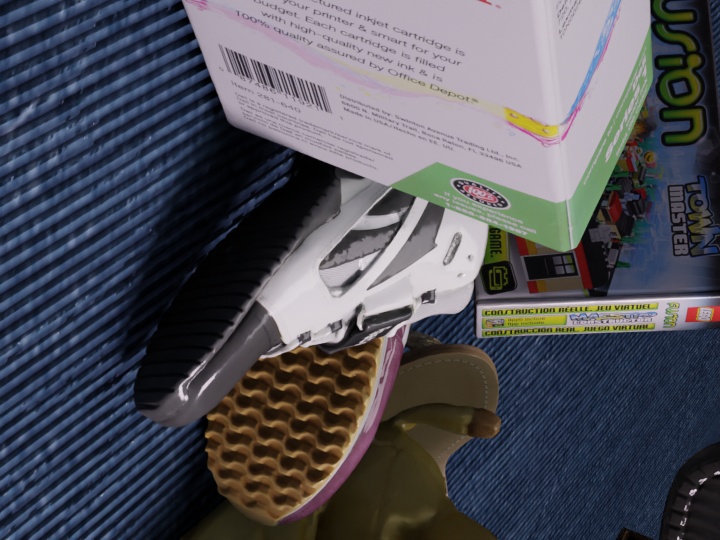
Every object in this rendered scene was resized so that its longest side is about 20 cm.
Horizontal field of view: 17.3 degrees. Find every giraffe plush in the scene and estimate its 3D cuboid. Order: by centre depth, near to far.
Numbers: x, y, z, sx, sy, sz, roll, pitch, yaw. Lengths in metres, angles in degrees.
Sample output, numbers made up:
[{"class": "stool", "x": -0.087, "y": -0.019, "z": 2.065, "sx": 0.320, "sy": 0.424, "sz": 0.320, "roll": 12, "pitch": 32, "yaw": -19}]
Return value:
[{"class": "giraffe plush", "x": -0.011, "y": 0.160, "z": 1.092, "sx": 0.162, "sy": 0.172, "sz": 0.200, "roll": 107, "pitch": -21, "yaw": -53}]

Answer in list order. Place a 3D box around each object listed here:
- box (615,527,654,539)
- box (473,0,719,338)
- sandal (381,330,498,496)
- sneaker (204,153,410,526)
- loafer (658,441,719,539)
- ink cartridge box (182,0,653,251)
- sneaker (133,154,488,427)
[{"class": "box", "x": 0.077, "y": 0.229, "z": 1.022, "sx": 0.163, "sy": 0.021, "sz": 0.200, "roll": -44, "pitch": 150, "yaw": -63}, {"class": "box", "x": 0.099, "y": -0.070, "z": 1.020, "sx": 0.035, "sy": 0.110, "sz": 0.200, "roll": 84, "pitch": 4, "yaw": -64}, {"class": "sandal", "x": 0.022, "y": 0.066, "z": 1.211, "sx": 0.212, "sy": 0.078, "sz": 0.070, "roll": 99, "pitch": -12, "yaw": -58}, {"class": "sneaker", "x": 0.000, "y": 0.015, "z": 1.015, "sx": 0.090, "sy": 0.075, "sz": 0.200, "roll": 5, "pitch": 107, "yaw": -67}, {"class": "loafer", "x": 0.153, "y": 0.158, "z": 1.010, "sx": 0.071, "sy": 0.073, "sz": 0.200, "roll": -40, "pitch": 147, "yaw": -62}, {"class": "ink cartridge box", "x": 0.017, "y": -0.103, "z": 0.789, "sx": 0.084, "sy": 0.145, "sz": 0.200, "roll": -63, "pitch": 163, "yaw": -18}, {"class": "sneaker", "x": 0.000, "y": 0.000, "z": 0.909, "sx": 0.200, "sy": 0.089, "sz": 0.074, "roll": -47, "pitch": -160, "yaw": -19}]
